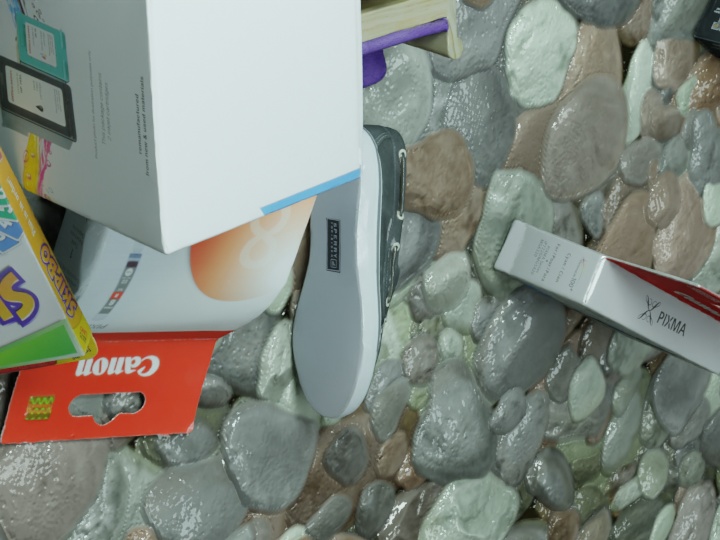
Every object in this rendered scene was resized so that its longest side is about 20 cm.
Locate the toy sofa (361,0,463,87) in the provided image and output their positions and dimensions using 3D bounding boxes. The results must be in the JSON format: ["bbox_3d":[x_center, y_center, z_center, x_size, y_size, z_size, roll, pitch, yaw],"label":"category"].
[{"bbox_3d":[-0.032,-0.133,1.382,0.199,0.083,0.098,-22,120,-38],"label":"toy sofa"}]

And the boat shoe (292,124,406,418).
[{"bbox_3d":[0.000,0.000,1.481,0.056,0.068,0.201,-10,111,-43],"label":"boat shoe"}]

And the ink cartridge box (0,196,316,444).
[{"bbox_3d":[-0.122,0.023,1.357,0.162,0.050,0.201,0,113,-46],"label":"ink cartridge box"}]

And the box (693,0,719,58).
[{"bbox_3d":[0.369,-0.218,1.672,0.043,0.199,0.161,30,83,-46],"label":"box"}]

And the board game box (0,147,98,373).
[{"bbox_3d":[-0.223,-0.012,1.232,0.030,0.095,0.201,-82,157,-47],"label":"board game box"}]

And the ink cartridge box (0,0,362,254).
[{"bbox_3d":[-0.118,-0.123,1.211,0.146,0.199,0.147,-23,123,-38],"label":"ink cartridge box"}]

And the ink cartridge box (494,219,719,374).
[{"bbox_3d":[0.223,0.032,1.640,0.200,0.176,0.045,25,88,-47],"label":"ink cartridge box"}]
